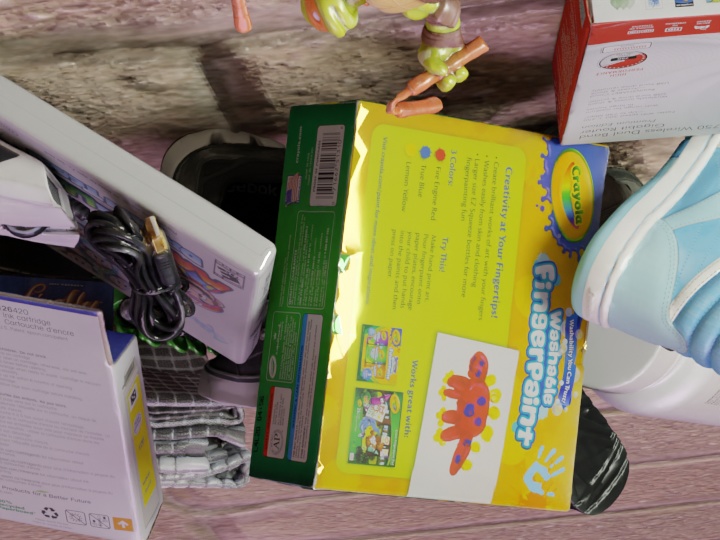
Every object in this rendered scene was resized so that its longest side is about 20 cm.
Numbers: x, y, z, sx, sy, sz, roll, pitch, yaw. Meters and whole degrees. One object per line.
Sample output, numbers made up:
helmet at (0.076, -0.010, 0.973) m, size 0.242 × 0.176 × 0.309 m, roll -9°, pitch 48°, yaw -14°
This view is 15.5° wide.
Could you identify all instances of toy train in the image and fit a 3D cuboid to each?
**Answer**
toy train at (-0.110, 0.022, 1.687) m, size 0.042 × 0.056 × 0.200 m, roll -33°, pitch 163°, yaw 15°

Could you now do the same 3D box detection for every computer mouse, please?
computer mouse at (-0.178, -0.032, 1.342) m, size 0.200 × 0.044 × 0.110 m, roll 28°, pitch 164°, yaw 17°

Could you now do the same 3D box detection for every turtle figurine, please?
turtle figurine at (0.038, -0.138, 1.186) m, size 0.161 × 0.065 × 0.200 m, roll -20°, pitch 151°, yaw 21°

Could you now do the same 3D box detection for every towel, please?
towel at (-0.182, 0.093, 1.804) m, size 0.200 × 0.086 × 0.166 m, roll 1°, pitch -170°, yaw -18°

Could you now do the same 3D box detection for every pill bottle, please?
pill bottle at (0.204, 0.041, 1.751) m, size 0.114 × 0.115 × 0.200 m, roll -14°, pitch 167°, yaw 30°

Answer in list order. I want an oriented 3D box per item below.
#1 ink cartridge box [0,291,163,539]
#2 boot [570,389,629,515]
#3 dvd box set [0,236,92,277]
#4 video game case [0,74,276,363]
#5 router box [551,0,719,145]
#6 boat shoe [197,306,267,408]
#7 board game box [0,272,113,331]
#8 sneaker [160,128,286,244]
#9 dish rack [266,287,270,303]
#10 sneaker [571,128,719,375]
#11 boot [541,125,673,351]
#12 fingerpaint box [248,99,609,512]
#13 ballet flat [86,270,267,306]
ink cartridge box at (-0.217, 0.061, 1.469) m, size 0.197 × 0.047 × 0.200 m, roll 10°, pitch 135°, yaw 13°
boot at (0.068, 0.067, 1.692) m, size 0.168 × 0.076 × 0.200 m, roll 16°, pitch 148°, yaw 51°
dvd box set at (-0.276, 0.013, 1.684) m, size 0.200 × 0.029 × 0.146 m, roll -19°, pitch 157°, yaw 41°
video game case at (-0.137, -0.031, 1.385) m, size 0.200 × 0.024 × 0.182 m, roll 31°, pitch 163°, yaw 4°
router box at (0.203, -0.120, 1.322) m, size 0.200 × 0.049 × 0.180 m, roll -5°, pitch 164°, yaw -1°
boat shoe at (-0.051, 0.053, 1.635) m, size 0.072 × 0.068 × 0.200 m, roll 6°, pitch 178°, yaw -16°
board game box at (-0.240, 0.034, 1.601) m, size 0.135 × 0.035 × 0.200 m, roll 3°, pitch 169°, yaw -20°
sneaker at (-0.009, -0.039, 1.456) m, size 0.200 × 0.067 × 0.091 m, roll -2°, pitch -153°, yaw -6°
dish rack at (0.000, 0.000, 1.514) m, size 0.200 × 0.055 × 0.153 m, roll -13°, pitch -158°, yaw -34°
sneaker at (0.217, -0.017, 1.404) m, size 0.130 × 0.200 × 0.080 m, roll 31°, pitch 151°, yaw 24°
boot at (0.157, -0.001, 1.557) m, size 0.068 × 0.131 × 0.200 m, roll -39°, pitch 156°, yaw 10°
fingerpaint box at (0.037, 0.021, 1.401) m, size 0.167 × 0.200 × 0.073 m, roll 7°, pitch 177°, yaw -32°
ballet flat at (-0.088, -0.008, 1.599) m, size 0.200 × 0.073 × 0.073 m, roll 9°, pitch 159°, yaw -41°
